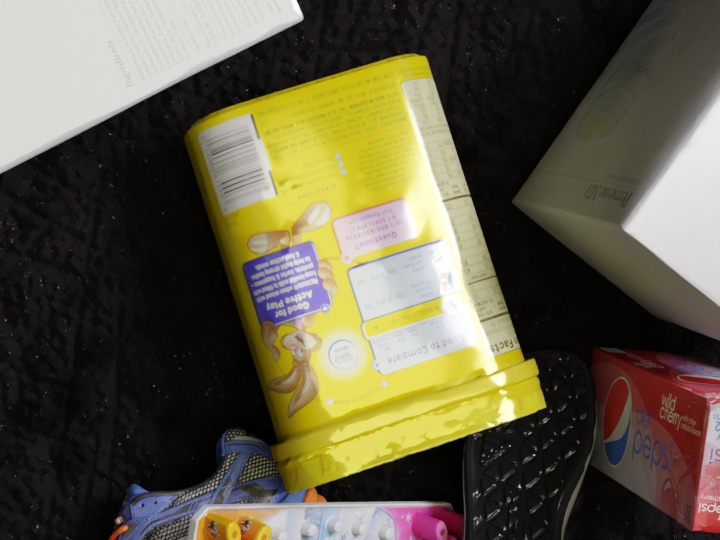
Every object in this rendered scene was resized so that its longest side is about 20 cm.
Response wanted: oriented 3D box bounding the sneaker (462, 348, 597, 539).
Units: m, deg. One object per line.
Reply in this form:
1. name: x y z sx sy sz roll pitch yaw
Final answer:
1. sneaker: 0.089 0.144 1.156 0.071 0.083 0.202 10 69 10

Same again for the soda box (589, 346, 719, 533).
1. soda box: 0.177 0.089 1.095 0.063 0.200 0.071 6 94 -11

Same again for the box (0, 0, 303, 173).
1. box: -0.145 -0.126 1.049 0.199 0.124 0.098 -28 100 -8

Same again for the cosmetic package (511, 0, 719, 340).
1. cosmetic package: 0.204 -0.075 1.085 0.123 0.199 0.201 35 88 -13

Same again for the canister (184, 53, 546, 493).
1. canister: 0.000 0.000 1.094 0.147 0.087 0.202 -17 87 -11

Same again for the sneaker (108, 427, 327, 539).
1. sneaker: -0.117 0.159 1.117 0.199 0.075 0.079 -34 89 -13

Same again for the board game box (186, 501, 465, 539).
1. board game box: -0.024 0.227 1.104 0.199 0.026 0.202 6 95 -46
